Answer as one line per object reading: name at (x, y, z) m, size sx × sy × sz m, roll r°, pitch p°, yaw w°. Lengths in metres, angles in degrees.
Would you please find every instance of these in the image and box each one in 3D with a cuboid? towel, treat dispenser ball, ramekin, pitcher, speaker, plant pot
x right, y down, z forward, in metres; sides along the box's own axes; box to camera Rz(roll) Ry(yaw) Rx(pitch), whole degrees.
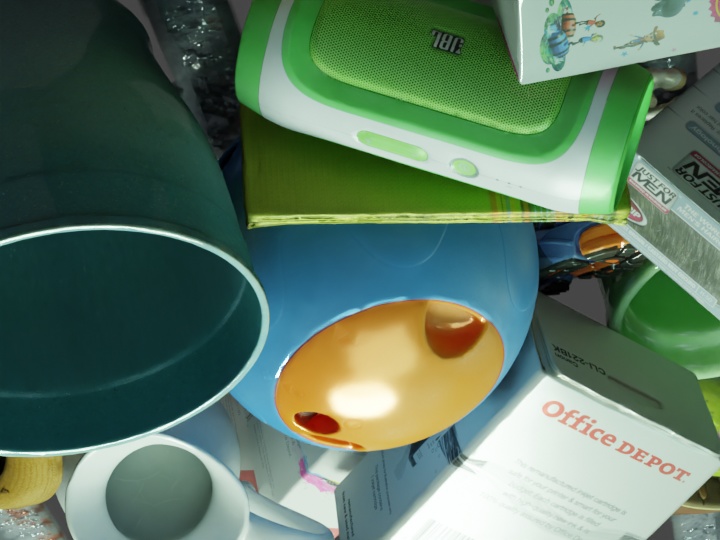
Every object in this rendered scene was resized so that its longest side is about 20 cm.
towel at (0.037, -0.057, 1.127) m, size 0.198 × 0.086 × 0.018 m, roll -1°, pitch 140°, yaw -6°
treat dispenser ball at (0.000, 0.000, 1.214) m, size 0.199 × 0.202 × 0.201 m, roll -9°, pitch 146°, yaw -6°
ramekin at (0.232, -0.027, 1.341) m, size 0.199 × 0.098 × 0.200 m, roll -14°, pitch 149°, yaw -8°
pitcher at (-0.108, 0.135, 1.364) m, size 0.171 × 0.200 × 0.122 m, roll 21°, pitch 93°, yaw -13°
speaker at (0.042, -0.092, 1.090) m, size 0.199 × 0.089 × 0.089 m, roll 17°, pitch 146°, yaw 10°
plant pot at (-0.161, -0.037, 1.116) m, size 0.199 × 0.189 × 0.201 m, roll -10°, pitch 146°, yaw -7°

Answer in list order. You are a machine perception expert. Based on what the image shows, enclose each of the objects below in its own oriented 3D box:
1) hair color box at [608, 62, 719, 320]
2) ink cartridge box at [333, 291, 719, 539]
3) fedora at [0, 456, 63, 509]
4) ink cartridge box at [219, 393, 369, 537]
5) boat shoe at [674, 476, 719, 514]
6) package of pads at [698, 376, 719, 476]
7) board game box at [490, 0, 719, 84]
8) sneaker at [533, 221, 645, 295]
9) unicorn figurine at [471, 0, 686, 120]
hair color box at (0.228, -0.068, 1.203) m, size 0.200 × 0.099 × 0.061 m, roll -37°, pitch 162°, yaw -36°
ink cartridge box at (0.099, 0.124, 1.314) m, size 0.144 × 0.084 × 0.200 m, roll 27°, pitch 122°, yaw -26°
fedora at (-0.247, 0.057, 1.290) m, size 0.199 × 0.082 × 0.201 m, roll 16°, pitch 141°, yaw 13°
ink cartridge box at (-0.015, 0.084, 1.407) m, size 0.067 × 0.117 × 0.200 m, roll 10°, pitch 140°, yaw -31°
boat shoe at (0.193, 0.145, 1.609) m, size 0.199 × 0.072 × 0.068 m, roll 9°, pitch 151°, yaw -20°
package of pads at (0.194, 0.093, 1.471) m, size 0.199 × 0.069 × 0.154 m, roll 7°, pitch -177°, yaw -28°
board game box at (0.156, -0.176, 1.062) m, size 0.199 × 0.148 × 0.064 m, roll -12°, pitch 138°, yaw -2°
sneaker at (0.103, -0.027, 1.314) m, size 0.075 × 0.079 × 0.200 m, roll 2°, pitch 169°, yaw -32°
unicorn figurine at (0.110, -0.111, 1.204) m, size 0.136 × 0.074 × 0.200 m, roll -8°, pitch 152°, yaw 9°
